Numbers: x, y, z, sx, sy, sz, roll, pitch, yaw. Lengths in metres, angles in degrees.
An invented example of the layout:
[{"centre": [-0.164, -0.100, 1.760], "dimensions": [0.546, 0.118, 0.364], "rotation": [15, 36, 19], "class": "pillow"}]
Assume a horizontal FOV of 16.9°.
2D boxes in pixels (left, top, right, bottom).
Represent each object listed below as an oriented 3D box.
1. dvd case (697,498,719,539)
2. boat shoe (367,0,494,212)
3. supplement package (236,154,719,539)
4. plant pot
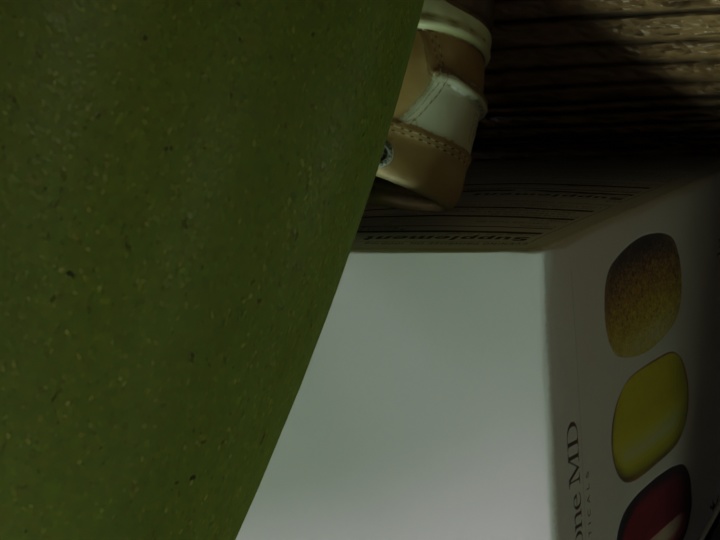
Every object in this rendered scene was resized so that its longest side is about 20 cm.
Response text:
[{"centre": [0.171, 0.052, 0.711], "dimensions": [0.150, 0.201, 0.025], "rotation": [18, -166, -44], "class": "dvd case"}, {"centre": [-0.066, -0.045, 0.631], "dimensions": [0.198, 0.077, 0.072], "rotation": [2, 167, 17], "class": "boat shoe"}, {"centre": [0.038, 0.033, 0.697], "dimensions": [0.109, 0.115, 0.200], "rotation": [0, -171, 24], "class": "supplement package"}, {"centre": [-0.079, -0.013, 0.497], "dimensions": [0.185, 0.202, 0.187], "rotation": [6, 168, 1], "class": "plant pot"}]
